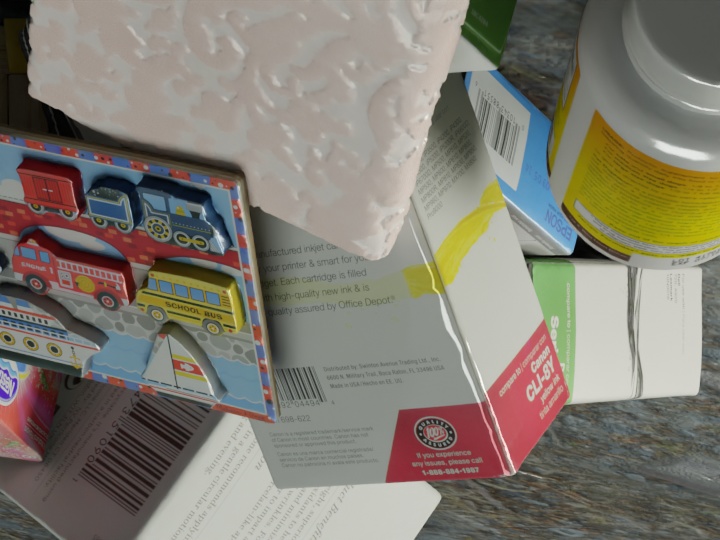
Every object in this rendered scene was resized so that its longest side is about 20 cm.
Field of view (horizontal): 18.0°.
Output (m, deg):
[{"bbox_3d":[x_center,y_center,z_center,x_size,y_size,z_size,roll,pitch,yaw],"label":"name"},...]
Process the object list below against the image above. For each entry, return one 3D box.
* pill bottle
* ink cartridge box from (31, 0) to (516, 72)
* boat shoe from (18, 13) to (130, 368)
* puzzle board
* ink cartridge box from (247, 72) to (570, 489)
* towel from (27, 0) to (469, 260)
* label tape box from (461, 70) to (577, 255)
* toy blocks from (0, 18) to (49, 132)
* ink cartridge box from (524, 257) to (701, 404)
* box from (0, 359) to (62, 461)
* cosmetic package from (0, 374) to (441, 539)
[{"bbox_3d":[0.145,-0.079,1.007,0.109,0.109,0.200,11,163,2],"label":"pill bottle"},{"bbox_3d":[-0.039,-0.132,1.038,0.200,0.059,0.104,-3,155,37],"label":"ink cartridge box"},{"bbox_3d":[-0.133,-0.036,1.128,0.066,0.070,0.200,-20,116,6],"label":"boat shoe"},{"bbox_3d":[-0.138,-0.001,1.100,0.200,0.017,0.151,12,132,22],"label":"puzzle board"},{"bbox_3d":[0.000,0.000,1.122,0.145,0.083,0.200,-5,115,34],"label":"ink cartridge box"},{"bbox_3d":[-0.053,-0.106,0.975,0.191,0.032,0.200,25,144,8],"label":"towel"},{"bbox_3d":[0.002,-0.059,1.232,0.200,0.063,0.144,-1,158,33],"label":"label tape box"},{"bbox_3d":[-0.207,-0.057,1.191,0.200,0.137,0.100,0,178,-3],"label":"toy blocks"},{"bbox_3d":[0.092,0.035,1.331,0.146,0.084,0.200,-1,178,37],"label":"ink cartridge box"},{"bbox_3d":[-0.247,0.035,1.337,0.095,0.103,0.200,7,161,13],"label":"box"},{"bbox_3d":[-0.093,0.138,1.452,0.165,0.165,0.200,27,168,48],"label":"cosmetic package"}]
